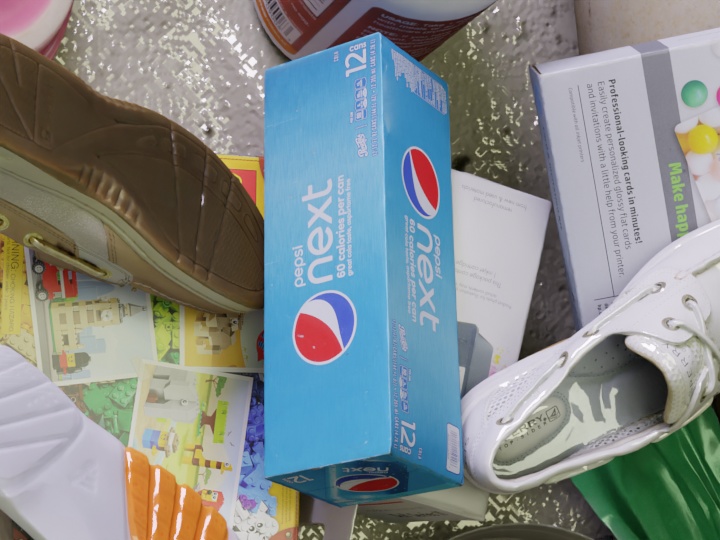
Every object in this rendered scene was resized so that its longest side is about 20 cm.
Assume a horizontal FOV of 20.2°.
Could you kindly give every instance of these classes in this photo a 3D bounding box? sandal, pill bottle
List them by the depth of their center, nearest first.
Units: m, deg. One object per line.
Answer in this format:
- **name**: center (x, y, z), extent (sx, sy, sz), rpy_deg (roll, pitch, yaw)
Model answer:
- **sandal**: center (-0.126, 0.109, 0.886), extent (0.207, 0.059, 0.079), rpy_deg (48, 44, -16)
- **pill bottle**: center (0.021, -0.166, 0.982), extent (0.112, 0.200, 0.113), rpy_deg (3, 81, -17)

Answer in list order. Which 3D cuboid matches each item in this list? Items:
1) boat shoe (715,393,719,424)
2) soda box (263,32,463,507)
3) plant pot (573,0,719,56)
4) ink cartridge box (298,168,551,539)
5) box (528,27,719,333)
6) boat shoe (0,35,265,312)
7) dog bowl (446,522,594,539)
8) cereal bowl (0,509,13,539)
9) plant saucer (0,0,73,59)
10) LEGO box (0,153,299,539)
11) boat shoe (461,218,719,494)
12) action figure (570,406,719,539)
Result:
- **boat shoe**: center (0.255, 0.133, 1.076), extent (0.066, 0.074, 0.201), rpy_deg (-25, 99, -48)
- **soda box**: center (0.000, 0.000, 0.915), extent (0.064, 0.068, 0.201), rpy_deg (30, 53, -51)
- **plant pot**: center (0.190, -0.097, 1.044), extent (0.200, 0.200, 0.184), rpy_deg (1, 93, -17)
- **ink cartridge box**: center (0.022, 0.059, 0.991), extent (0.067, 0.117, 0.201), rpy_deg (18, 77, -18)
- **box**: center (0.191, -0.039, 0.952), extent (0.199, 0.041, 0.156), rpy_deg (-11, 104, 0)
- **boat shoe**: center (-0.122, -0.036, 0.892), extent (0.200, 0.066, 0.074), rpy_deg (36, 44, -34)
- **dog bowl**: center (0.072, 0.228, 1.011), extent (0.199, 0.059, 0.201), rpy_deg (3, 81, -17)
- **cereal bowl**: center (-0.258, 0.125, 0.876), extent (0.199, 0.083, 0.201), rpy_deg (-1, 82, 8)
- **plant saucer**: center (-0.198, -0.165, 0.938), extent (0.200, 0.051, 0.201), rpy_deg (17, 69, -52)
- **LEGO box**: center (-0.107, 0.047, 0.974), extent (0.148, 0.077, 0.201), rpy_deg (3, 81, -16)
- **boat shoe**: center (0.134, 0.043, 0.908), extent (0.200, 0.069, 0.071), rpy_deg (-35, 101, -3)
- **action figure**: center (0.164, 0.131, 1.053), extent (0.118, 0.055, 0.200), rpy_deg (-34, 102, -30)
